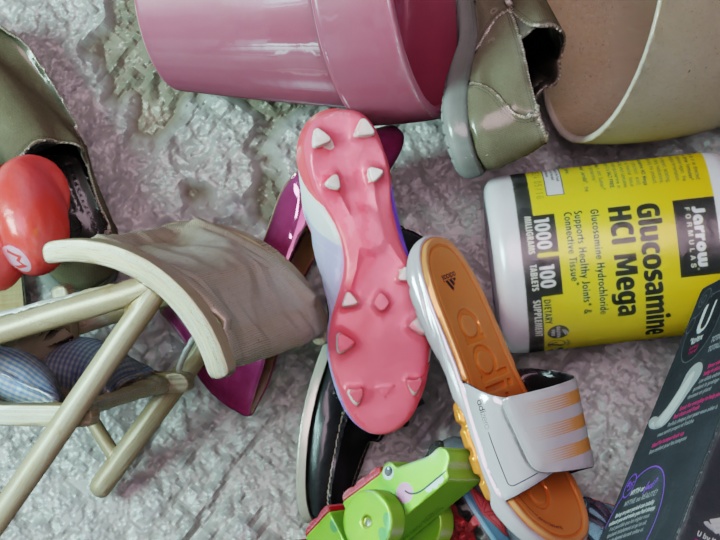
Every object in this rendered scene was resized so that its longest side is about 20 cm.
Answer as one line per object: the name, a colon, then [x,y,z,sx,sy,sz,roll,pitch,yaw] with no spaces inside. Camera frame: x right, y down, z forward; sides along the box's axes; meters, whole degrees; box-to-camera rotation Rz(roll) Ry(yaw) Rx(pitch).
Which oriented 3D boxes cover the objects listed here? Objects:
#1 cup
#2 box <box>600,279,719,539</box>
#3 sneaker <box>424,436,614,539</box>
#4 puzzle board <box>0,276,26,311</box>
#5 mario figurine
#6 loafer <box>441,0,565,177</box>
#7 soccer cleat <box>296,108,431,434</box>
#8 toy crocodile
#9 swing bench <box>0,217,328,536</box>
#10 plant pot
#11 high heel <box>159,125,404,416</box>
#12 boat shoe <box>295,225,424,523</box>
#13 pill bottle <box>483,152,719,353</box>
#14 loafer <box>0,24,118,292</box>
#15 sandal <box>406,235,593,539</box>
cup: [0.214,-0.170,1.605,0.142,0.200,0.202,8,76,-18]
box: [0.229,0.106,1.466,0.106,0.122,0.201,28,71,-10]
sneaker: [0.123,0.172,1.582,0.095,0.079,0.200,-40,84,-21]
puzzle board: [-0.318,0.014,1.661,0.198,0.017,0.152,-7,75,0]
mario figurine: [-0.266,-0.032,1.575,0.199,0.123,0.107,19,104,38]
loafer: [0.099,-0.141,1.611,0.069,0.075,0.201,-5,52,17]
soccer cleat: [0.000,0.000,1.560,0.066,0.076,0.202,-11,87,-8]
toy crocodile: [-0.004,0.164,1.551,0.200,0.067,0.062,-44,61,31]
swing bench: [-0.147,0.047,1.511,0.199,0.199,0.130,-35,83,15]
plant pot: [-0.040,-0.186,1.616,0.178,0.200,0.202,-6,76,17]
high heel: [-0.031,-0.002,1.619,0.200,0.067,0.096,-40,68,-1]
boat shoe: [0.011,0.066,1.603,0.066,0.075,0.201,10,68,17]
pill bottle: [0.180,-0.014,1.592,0.198,0.112,0.113,-7,76,1]
loafer: [-0.207,-0.081,1.642,0.075,0.070,0.201,-27,80,-24]
sandal: [0.092,0.069,1.513,0.059,0.079,0.208,-26,88,37]
